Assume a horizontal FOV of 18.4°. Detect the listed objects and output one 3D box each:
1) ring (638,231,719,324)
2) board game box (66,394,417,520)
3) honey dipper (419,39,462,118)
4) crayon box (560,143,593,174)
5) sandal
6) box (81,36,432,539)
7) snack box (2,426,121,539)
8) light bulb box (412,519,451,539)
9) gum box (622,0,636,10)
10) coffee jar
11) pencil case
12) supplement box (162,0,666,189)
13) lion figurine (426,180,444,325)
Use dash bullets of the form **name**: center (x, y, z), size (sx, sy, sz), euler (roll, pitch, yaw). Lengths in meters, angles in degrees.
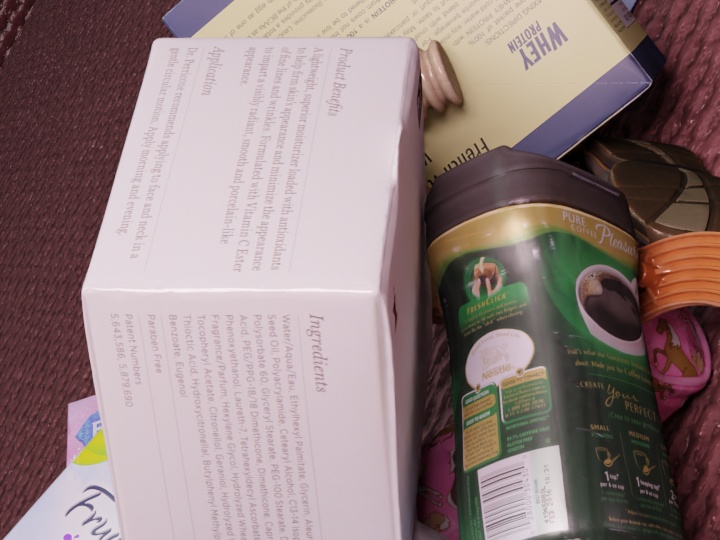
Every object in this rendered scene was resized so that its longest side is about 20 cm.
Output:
- **ring**: center (0.146, 0.079, 1.039), size (0.200, 0.019, 0.202), euler (-17, 65, 43)
- **board game box**: center (-0.067, 0.133, 1.196), size (0.199, 0.041, 0.200), euler (-19, 50, 17)
- **honey dipper**: center (-0.042, -0.068, 1.199), size (0.199, 0.038, 0.038), euler (-23, 31, 11)
- **crayon box**: center (0.059, -0.100, 1.404), size (0.127, 0.051, 0.201), euler (-37, 53, 20)
- **sandal**: center (0.157, -0.031, 1.194), size (0.200, 0.081, 0.055), euler (-116, 36, -73)
- **box**: center (-0.038, 0.025, 1.029), size (0.200, 0.130, 0.201), euler (-82, -10, -52)
- **snack box**: center (-0.115, 0.182, 1.115), size (0.200, 0.068, 0.168), euler (-48, 49, -10)
- **light bulb box**: center (0.044, 0.251, 1.010), size (0.199, 0.124, 0.200), euler (-58, 20, 3)
- **gum box**: center (0.110, -0.161, 1.509), size (0.171, 0.044, 0.200), euler (-61, 20, 0)
- **coffee jar**: center (0.086, 0.047, 1.023), size (0.085, 0.104, 0.201), euler (-23, 61, 35)
- **pencil case**: center (0.098, 0.081, 1.173), size (0.200, 0.082, 0.087), euler (-45, 52, 34)
- **supplement box**: center (0.036, -0.130, 1.267), size (0.200, 0.200, 0.134), euler (-38, 1, 15)
- **lion figurine**: center (0.000, 0.000, 1.183), size (0.199, 0.123, 0.072), euler (-20, 3, 5)
